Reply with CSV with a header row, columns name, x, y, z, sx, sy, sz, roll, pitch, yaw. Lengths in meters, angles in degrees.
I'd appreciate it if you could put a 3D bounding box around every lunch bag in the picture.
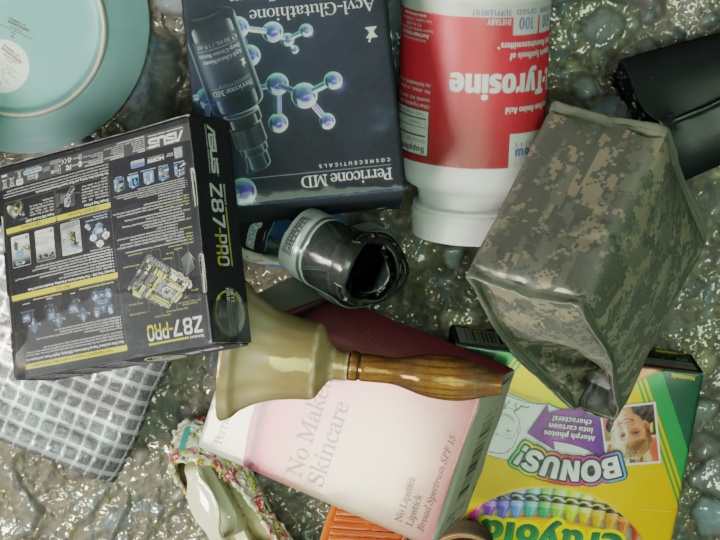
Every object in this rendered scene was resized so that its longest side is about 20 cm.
name,x,y,z,sx,sy,sz,roll,pitch,yaw
lunch bag,0.177,-0.001,1.615,0.117,0.200,0.164,15,66,31

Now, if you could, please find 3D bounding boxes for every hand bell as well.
name,x,y,z,sx,sy,sz,roll,pitch,yaw
hand bell,0.003,0.070,1.553,0.199,0.104,0.105,8,105,4

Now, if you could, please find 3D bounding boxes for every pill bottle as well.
name,x,y,z,sx,sy,sz,roll,pitch,yaw
pill bottle,0.084,-0.124,1.624,0.112,0.112,0.201,1,105,-4

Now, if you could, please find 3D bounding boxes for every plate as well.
name,x,y,z,sx,sy,sz,roll,pitch,yaw
plate,-0.258,-0.184,1.632,0.199,0.026,0.201,-1,105,-4

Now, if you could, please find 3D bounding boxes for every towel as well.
name,x,y,z,sx,sy,sz,roll,pitch,yaw
towel,-0.246,0.054,1.666,0.199,0.086,0.166,23,102,-9

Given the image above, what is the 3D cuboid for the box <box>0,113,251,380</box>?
name,x,y,z,sx,sy,sz,roll,pitch,yaw
box,-0.172,-0.013,1.539,0.200,0.049,0.162,-12,79,37

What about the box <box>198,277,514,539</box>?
name,x,y,z,sx,sy,sz,roll,pitch,yaw
box,-0.002,0.105,1.648,0.199,0.109,0.128,21,104,14

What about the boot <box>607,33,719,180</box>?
name,x,y,z,sx,sy,sz,roll,pitch,yaw
boot,0.296,-0.096,1.661,0.168,0.076,0.201,-24,98,-1

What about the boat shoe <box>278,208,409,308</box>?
name,x,y,z,sx,sy,sz,roll,pitch,yaw
boat shoe,0.000,0.000,1.610,0.056,0.200,0.069,27,94,21

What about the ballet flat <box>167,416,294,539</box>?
name,x,y,z,sx,sy,sz,roll,pitch,yaw
ballet flat,-0.099,0.209,1.724,0.075,0.064,0.200,-23,107,27

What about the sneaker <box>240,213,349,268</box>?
name,x,y,z,sx,sy,sz,roll,pitch,yaw
sneaker,-0.103,-0.047,1.655,0.199,0.073,0.072,13,106,-6

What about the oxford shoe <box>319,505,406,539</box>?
name,x,y,z,sx,sy,sz,roll,pitch,yaw
oxford shoe,-0.007,0.254,1.745,0.071,0.073,0.201,9,84,-8

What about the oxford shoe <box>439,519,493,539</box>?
name,x,y,z,sx,sy,sz,roll,pitch,yaw
oxford shoe,0.058,0.291,1.730,0.071,0.071,0.200,8,131,-6

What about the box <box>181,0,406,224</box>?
name,x,y,z,sx,sy,sz,roll,pitch,yaw
box,-0.051,-0.142,1.583,0.148,0.107,0.201,-6,85,-2

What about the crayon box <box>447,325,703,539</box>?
name,x,y,z,sx,sy,sz,roll,pitch,yaw
crayon box,0.158,0.144,1.727,0.199,0.058,0.173,7,104,-4
